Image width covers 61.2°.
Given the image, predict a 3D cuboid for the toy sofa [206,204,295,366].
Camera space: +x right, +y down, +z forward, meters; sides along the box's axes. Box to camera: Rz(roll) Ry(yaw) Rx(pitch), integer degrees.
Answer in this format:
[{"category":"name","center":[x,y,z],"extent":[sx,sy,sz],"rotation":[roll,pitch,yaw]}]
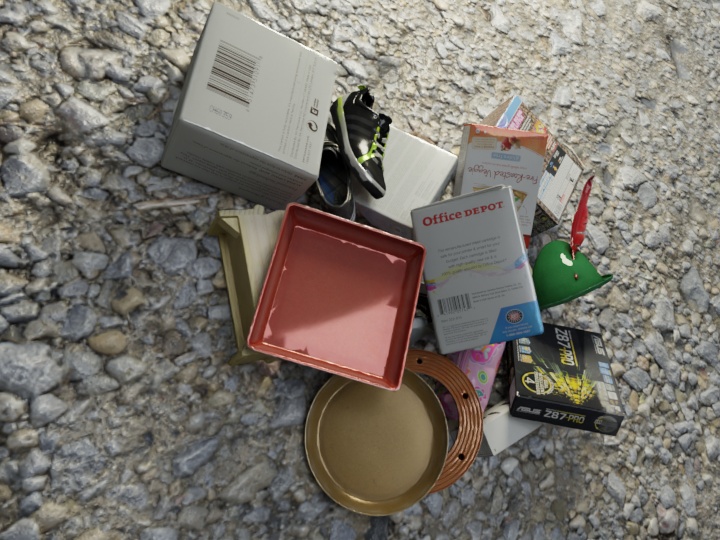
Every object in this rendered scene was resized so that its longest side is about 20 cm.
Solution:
[{"category":"toy sofa","center":[-0.139,0.021,0.819],"extent":[0.096,0.083,0.204],"rotation":[-6,77,-28]}]

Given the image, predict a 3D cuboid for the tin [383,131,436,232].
[{"category":"tin","center":[0.085,-0.143,1.033],"extent":[0.110,0.042,0.204],"rotation":[20,65,-18]}]

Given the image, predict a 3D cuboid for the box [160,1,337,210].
[{"category":"box","center":[-0.154,-0.223,0.864],"extent":[0.197,0.130,0.203],"rotation":[19,65,-24]}]

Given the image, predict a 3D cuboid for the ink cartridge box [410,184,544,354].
[{"category":"ink cartridge box","center":[0.159,-0.001,0.848],"extent":[0.142,0.085,0.204],"rotation":[-12,87,11]}]

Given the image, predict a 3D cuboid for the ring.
[{"category":"ring","center":[0.076,0.213,0.870],"extent":[0.196,0.019,0.205],"rotation":[-1,70,3]}]

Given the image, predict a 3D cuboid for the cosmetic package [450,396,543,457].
[{"category":"cosmetic package","center":[0.244,0.233,0.971],"extent":[0.197,0.082,0.051],"rotation":[-19,83,-34]}]

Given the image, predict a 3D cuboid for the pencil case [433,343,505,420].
[{"category":"pencil case","center":[0.177,0.136,0.962],"extent":[0.087,0.087,0.202],"rotation":[35,59,-15]}]

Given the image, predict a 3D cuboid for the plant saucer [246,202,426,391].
[{"category":"plant saucer","center":[-0.027,0.035,0.783],"extent":[0.196,0.037,0.203],"rotation":[17,68,-8]}]

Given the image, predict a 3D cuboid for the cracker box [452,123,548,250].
[{"category":"cracker box","center":[0.226,-0.134,1.020],"extent":[0.131,0.058,0.204],"rotation":[6,102,-5]}]

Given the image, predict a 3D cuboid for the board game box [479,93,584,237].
[{"category":"board game box","center":[0.294,-0.188,1.130],"extent":[0.200,0.097,0.160],"rotation":[43,58,-11]}]

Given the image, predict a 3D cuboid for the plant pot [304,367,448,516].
[{"category":"plant pot","center":[0.022,0.228,0.837],"extent":[0.195,0.028,0.204],"rotation":[1,71,-2]}]

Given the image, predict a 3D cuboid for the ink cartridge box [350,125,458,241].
[{"category":"ink cartridge box","center":[0.036,-0.154,0.977],"extent":[0.197,0.048,0.161],"rotation":[27,65,15]}]

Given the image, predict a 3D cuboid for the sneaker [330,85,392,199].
[{"category":"sneaker","center":[0.012,-0.205,0.923],"extent":[0.072,0.082,0.203],"rotation":[36,31,-58]}]

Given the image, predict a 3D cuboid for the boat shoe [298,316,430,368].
[{"category":"boat shoe","center":[0.000,0.083,0.866],"extent":[0.195,0.074,0.069],"rotation":[-13,62,-8]}]

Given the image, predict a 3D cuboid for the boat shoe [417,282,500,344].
[{"category":"boat shoe","center":[0.126,0.064,0.932],"extent":[0.196,0.074,0.069],"rotation":[16,86,11]}]

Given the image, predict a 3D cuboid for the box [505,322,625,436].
[{"category":"box","center":[0.314,0.161,0.965],"extent":[0.158,0.050,0.201],"rotation":[12,32,5]}]

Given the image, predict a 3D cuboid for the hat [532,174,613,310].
[{"category":"hat","center":[0.332,-0.042,1.059],"extent":[0.198,0.164,0.179],"rotation":[-18,86,-50]}]

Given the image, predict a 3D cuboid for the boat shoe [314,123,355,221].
[{"category":"boat shoe","center":[-0.048,-0.156,0.914],"extent":[0.068,0.067,0.203],"rotation":[-7,61,-2]}]
